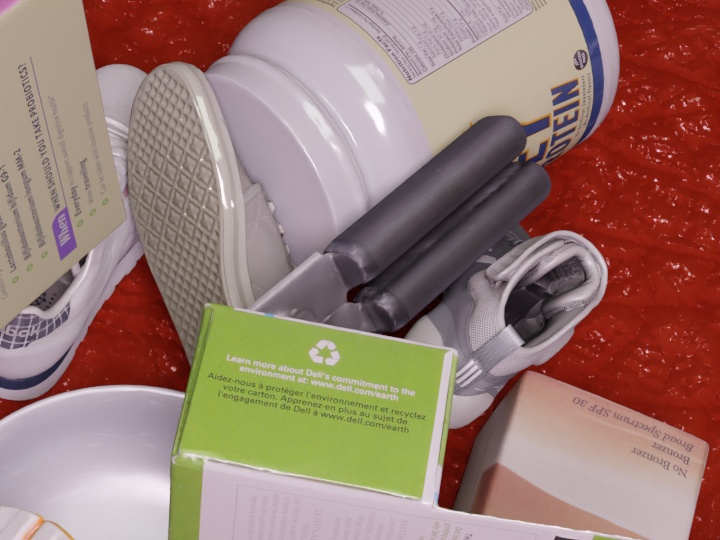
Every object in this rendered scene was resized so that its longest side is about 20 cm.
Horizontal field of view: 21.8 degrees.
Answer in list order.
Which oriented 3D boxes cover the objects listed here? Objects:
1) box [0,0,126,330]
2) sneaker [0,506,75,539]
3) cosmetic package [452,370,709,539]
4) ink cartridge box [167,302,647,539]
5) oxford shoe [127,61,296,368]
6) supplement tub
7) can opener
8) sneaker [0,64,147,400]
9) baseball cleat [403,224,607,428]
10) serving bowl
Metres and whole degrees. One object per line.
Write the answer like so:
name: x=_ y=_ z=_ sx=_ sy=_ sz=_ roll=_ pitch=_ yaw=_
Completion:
box: x=-0.209 y=-0.036 z=0.775 sx=0.097 sy=0.176 sz=0.200 roll=35 pitch=64 yaw=22
sneaker: x=-0.100 y=0.165 z=0.755 sx=0.200 sy=0.077 sz=0.078 roll=29 pitch=80 yaw=24
cosmetic package: x=0.084 y=0.161 z=0.871 sx=0.103 sy=0.087 sz=0.200 roll=21 pitch=57 yaw=-3
ink cartridge box: x=0.025 y=0.100 z=0.762 sx=0.199 sy=0.148 sz=0.076 roll=9 pitch=54 yaw=0
oxford shoe: x=-0.062 y=-0.005 z=0.913 sx=0.058 sy=0.075 sz=0.200 roll=-22 pitch=96 yaw=-41
supplement tub: x=0.020 y=-0.090 z=0.967 sx=0.200 sy=0.145 sz=0.145 roll=-34 pitch=73 yaw=-29
can opener: x=0.000 y=0.000 z=0.868 sx=0.200 sy=0.067 sz=0.053 roll=-40 pitch=112 yaw=-25
sneaker: x=-0.139 y=-0.033 z=0.930 sx=0.076 sy=0.081 sz=0.200 roll=18 pitch=56 yaw=-2
baseball cleat: x=0.081 y=0.011 z=0.911 sx=0.070 sy=0.106 sz=0.200 roll=50 pitch=26 yaw=-11
serving bowl: x=-0.105 y=0.155 z=0.836 sx=0.200 sy=0.066 sz=0.201 roll=7 pitch=58 yaw=-11
